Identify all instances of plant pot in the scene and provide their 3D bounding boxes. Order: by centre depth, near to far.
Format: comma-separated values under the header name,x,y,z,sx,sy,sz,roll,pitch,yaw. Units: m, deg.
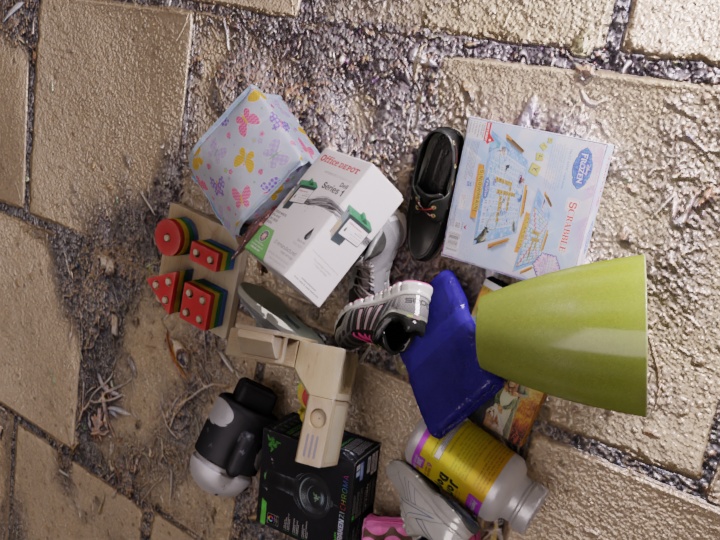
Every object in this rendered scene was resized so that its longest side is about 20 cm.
name,x,y,z,sx,sy,sz,roll,pitch,yaw
plant pot,0.248,0.077,0.861,0.196,0.187,0.192,0,97,22

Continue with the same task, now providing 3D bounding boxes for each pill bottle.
name,x,y,z,sx,sy,sz,roll,pitch,yaw
pill bottle,0.168,0.288,1.008,0.198,0.104,0.106,32,112,25

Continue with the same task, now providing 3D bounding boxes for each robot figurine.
name,x,y,z,sx,sy,sz,roll,pitch,yaw
robot figurine,-0.218,0.297,1.229,0.123,0.150,0.203,22,84,24

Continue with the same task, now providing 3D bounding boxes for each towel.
name,x,y,z,sx,sy,sz,roll,pitch,yaw
towel,0.123,0.120,1.006,0.148,0.049,0.202,-49,43,32

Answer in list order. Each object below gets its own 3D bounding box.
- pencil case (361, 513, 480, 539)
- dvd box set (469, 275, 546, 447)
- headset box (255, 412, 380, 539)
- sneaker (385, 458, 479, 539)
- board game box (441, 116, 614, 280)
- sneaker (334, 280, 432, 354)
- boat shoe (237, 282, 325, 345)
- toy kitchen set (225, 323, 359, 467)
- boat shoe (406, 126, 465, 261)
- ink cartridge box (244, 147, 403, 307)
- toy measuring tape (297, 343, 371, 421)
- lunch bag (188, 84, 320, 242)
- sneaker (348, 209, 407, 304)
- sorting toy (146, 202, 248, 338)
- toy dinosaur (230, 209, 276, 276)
name,x,y,z,sx,sy,sz,roll,pitch,yaw
pencil case,0.090,0.421,1.089,0.197,0.092,0.094,-14,125,31
dvd box set,0.210,0.131,1.005,0.145,0.029,0.203,30,112,26
headset box,-0.079,0.357,1.179,0.197,0.092,0.178,14,103,28
sneaker,0.087,0.351,1.032,0.088,0.074,0.199,-55,31,-2
board game box,0.223,-0.092,0.958,0.197,0.041,0.204,19,107,29
sneaker,0.028,0.088,1.038,0.198,0.073,0.089,-29,46,39
boat shoe,-0.149,0.102,1.206,0.200,0.070,0.072,40,110,18
toy kitchen set,-0.132,0.186,1.062,0.196,0.163,0.184,8,81,20
boat shoe,0.102,-0.109,1.024,0.073,0.063,0.205,21,109,25
ink cartridge box,-0.054,-0.069,1.010,0.201,0.084,0.145,-52,37,-7
toy measuring tape,-0.051,0.172,1.156,0.073,0.073,0.202,40,109,21
lunch bag,-0.178,-0.172,1.156,0.199,0.127,0.171,-41,75,18
sneaker,0.000,0.000,1.070,0.074,0.115,0.204,24,109,27
sorting toy,-0.316,0.001,1.299,0.196,0.069,0.204,23,109,28
toy dinosaur,-0.117,-0.066,1.108,0.136,0.197,0.087,-45,61,40
